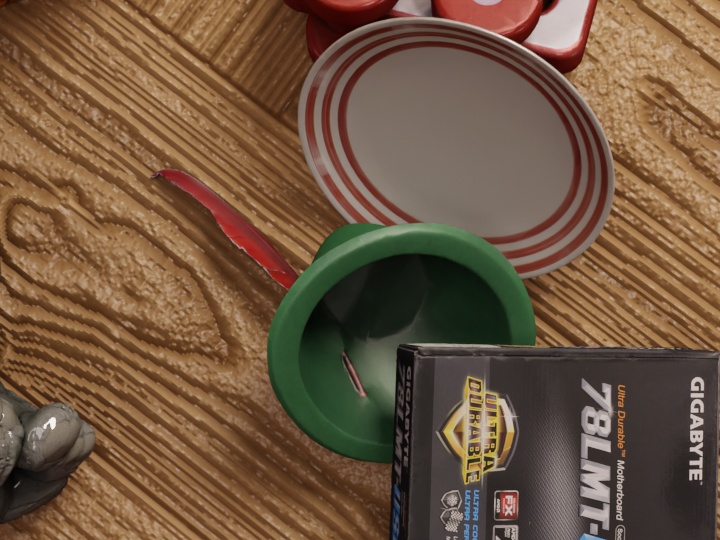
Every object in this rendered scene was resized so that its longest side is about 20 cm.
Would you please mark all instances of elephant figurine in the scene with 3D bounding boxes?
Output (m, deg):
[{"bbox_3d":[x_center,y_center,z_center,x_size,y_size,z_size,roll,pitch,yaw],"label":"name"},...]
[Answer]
[{"bbox_3d":[-0.271,0.066,1.047,0.200,0.155,0.142,52,139,16],"label":"elephant figurine"}]

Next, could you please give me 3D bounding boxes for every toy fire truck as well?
[{"bbox_3d":[0.052,-0.201,1.014,0.200,0.112,0.168,13,73,7],"label":"toy fire truck"}]

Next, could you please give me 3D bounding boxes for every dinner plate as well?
[{"bbox_3d":[0.058,-0.073,0.989,0.200,0.200,0.024,20,49,8],"label":"dinner plate"}]

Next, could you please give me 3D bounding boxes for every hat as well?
[{"bbox_3d":[0.000,0.000,1.057,0.166,0.176,0.200,-34,122,5],"label":"hat"}]

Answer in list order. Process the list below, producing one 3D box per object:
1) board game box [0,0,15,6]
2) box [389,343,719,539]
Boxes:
[{"bbox_3d":[-0.261,-0.280,1.006,0.199,0.200,0.200,-20,86,7],"label":"board game box"},{"bbox_3d":[0.118,0.144,0.988,0.198,0.050,0.200,2,90,-13],"label":"box"}]
